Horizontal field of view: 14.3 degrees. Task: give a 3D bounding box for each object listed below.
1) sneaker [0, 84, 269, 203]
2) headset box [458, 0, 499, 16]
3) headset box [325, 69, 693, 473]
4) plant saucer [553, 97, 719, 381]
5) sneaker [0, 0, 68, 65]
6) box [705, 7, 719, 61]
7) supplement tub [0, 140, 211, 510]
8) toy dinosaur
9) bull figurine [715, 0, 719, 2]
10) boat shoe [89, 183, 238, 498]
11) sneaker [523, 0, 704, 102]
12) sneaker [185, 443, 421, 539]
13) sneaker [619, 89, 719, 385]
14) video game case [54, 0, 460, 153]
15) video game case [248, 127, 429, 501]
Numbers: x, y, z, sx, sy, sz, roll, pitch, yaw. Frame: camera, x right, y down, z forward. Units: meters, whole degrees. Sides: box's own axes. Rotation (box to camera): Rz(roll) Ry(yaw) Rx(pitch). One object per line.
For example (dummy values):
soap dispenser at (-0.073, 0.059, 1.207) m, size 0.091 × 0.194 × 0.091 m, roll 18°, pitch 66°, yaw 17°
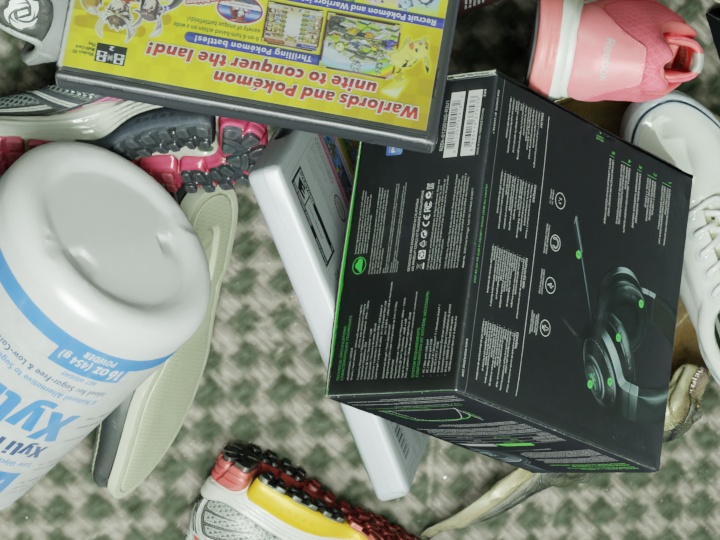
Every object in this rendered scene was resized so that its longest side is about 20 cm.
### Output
sneaker at (-0.141, -0.081, 1.579) m, size 0.199 × 0.075 × 0.081 m, roll -4°, pitch 147°, yaw 16°
headset box at (0.041, -0.219, 1.558) m, size 0.200 × 0.077 × 0.149 m, roll -21°, pitch 75°, yaw -4°
headset box at (0.089, 0.008, 1.551) m, size 0.200 × 0.093 × 0.175 m, roll 22°, pitch 71°, yaw -46°
plant saucer at (0.145, -0.014, 1.692) m, size 0.200 × 0.035 × 0.201 m, roll -3°, pitch 105°, yaw -11°
sneaker at (-0.181, -0.202, 1.552) m, size 0.115 × 0.075 × 0.201 m, roll -14°, pitch 109°, yaw -6°
box at (0.321, -0.117, 1.679) m, size 0.200 × 0.079 × 0.141 m, roll -21°, pitch 105°, yaw -6°
supplement tub at (-0.185, 0.036, 1.544) m, size 0.132 × 0.132 × 0.200 m, roll 34°, pitch 126°, yaw -18°
toy dinosaur at (0.108, 0.101, 1.679) m, size 0.200 × 0.048 × 0.088 m, roll -26°, pitch 134°, yaw 13°
bull figurine at (0.207, -0.210, 1.615) m, size 0.199 × 0.122 × 0.065 m, roll -11°, pitch 144°, yaw -16°
boat shoe at (-0.125, 0.033, 1.642) m, size 0.067 × 0.072 × 0.201 m, roll 22°, pitch 111°, yaw 22°
sneaker at (0.148, -0.118, 1.579) m, size 0.087 × 0.200 × 0.074 m, roll 12°, pitch 104°, yaw 13°
sneaker at (-0.014, 0.182, 1.698) m, size 0.200 × 0.078 × 0.082 m, roll 31°, pitch 101°, yaw -9°
sneaker at (0.209, -0.011, 1.649) m, size 0.073 × 0.071 × 0.200 m, roll -27°, pitch 109°, yaw -3°
video game case at (-0.045, -0.166, 1.488) m, size 0.199 × 0.026 × 0.181 m, roll 10°, pitch 79°, yaw -2°
video game case at (0.000, 0.000, 1.593) m, size 0.022 × 0.182 × 0.200 m, roll -16°, pitch 110°, yaw 18°
